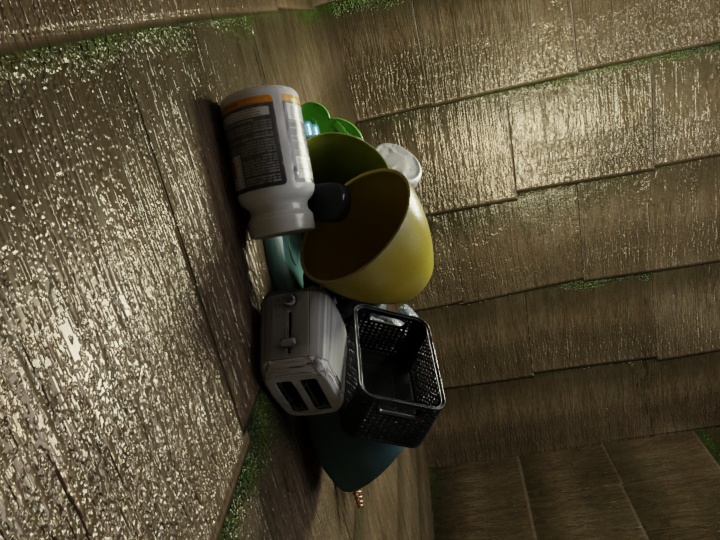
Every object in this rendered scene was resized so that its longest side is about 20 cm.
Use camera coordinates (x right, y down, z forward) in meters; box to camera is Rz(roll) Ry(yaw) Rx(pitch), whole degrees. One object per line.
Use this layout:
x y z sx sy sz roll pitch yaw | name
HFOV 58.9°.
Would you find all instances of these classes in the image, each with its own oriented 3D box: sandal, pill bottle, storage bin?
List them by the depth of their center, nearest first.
-0.128 -0.151 0.911 0.116 0.115 0.202 -17 97 -83 | pill bottle
-0.087 -0.106 0.986 0.043 0.199 0.077 5 99 -49 | sandal
0.042 0.161 0.994 0.201 0.134 0.094 -95 -156 -52 | storage bin
0.036 -0.151 1.299 0.201 0.111 0.113 121 -27 -45 | pill bottle

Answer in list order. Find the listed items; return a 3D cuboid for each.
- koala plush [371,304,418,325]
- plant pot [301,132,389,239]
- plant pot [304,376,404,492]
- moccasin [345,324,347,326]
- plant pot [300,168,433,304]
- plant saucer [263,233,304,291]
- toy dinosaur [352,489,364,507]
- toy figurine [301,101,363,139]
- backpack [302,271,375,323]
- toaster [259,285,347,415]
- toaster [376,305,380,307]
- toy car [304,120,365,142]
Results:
0.028 0.117 1.726 0.201 0.183 0.177 59 21 -2 | koala plush
-0.055 -0.122 1.209 0.200 0.185 0.189 116 -27 -56 | plant pot
-0.016 0.245 1.072 0.135 0.200 0.200 45 16 -11 | plant pot
-0.058 0.115 1.249 0.200 0.068 0.081 121 -51 -66 | moccasin
0.029 -0.028 0.952 0.142 0.199 0.201 43 30 -36 | plant pot
-0.128 -0.039 1.112 0.200 0.027 0.202 -10 90 -84 | plant saucer
-0.018 0.363 1.272 0.136 0.101 0.202 44 52 -52 | toy dinosaur
-0.090 -0.317 1.546 0.200 0.150 0.184 52 2 -18 | toy figurine
0.000 0.000 1.102 0.127 0.199 0.167 57 -16 13 | backpack
-0.080 0.125 0.932 0.201 0.112 0.130 74 13 -53 | toaster
-0.004 -0.021 1.407 0.119 0.199 0.181 -57 -163 29 | toaster
-0.042 -0.231 1.357 0.177 0.198 0.186 -57 137 -80 | toy car
